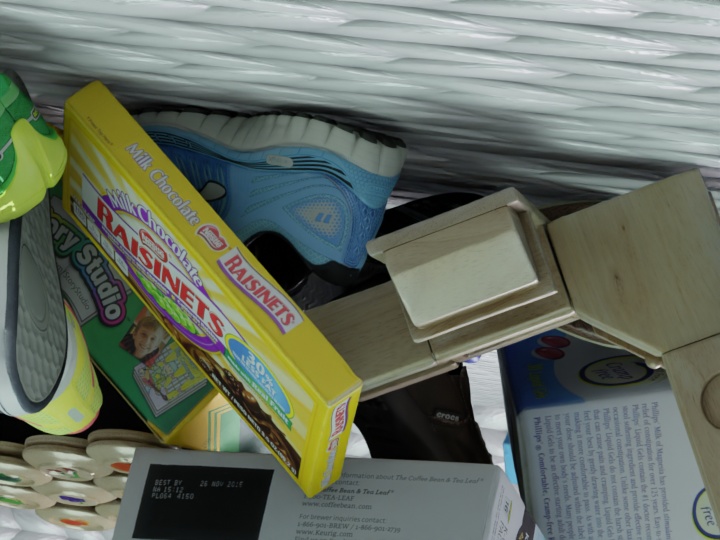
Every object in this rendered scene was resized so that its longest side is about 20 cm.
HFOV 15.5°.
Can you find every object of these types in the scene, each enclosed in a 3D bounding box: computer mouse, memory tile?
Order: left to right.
[{"bbox_3d":[-0.139,0.118,1.445,0.199,0.017,0.153,-8,157,40],"label":"memory tile"},{"bbox_3d":[0.000,0.000,1.370,0.199,0.034,0.059,-17,-148,-36],"label":"computer mouse"}]

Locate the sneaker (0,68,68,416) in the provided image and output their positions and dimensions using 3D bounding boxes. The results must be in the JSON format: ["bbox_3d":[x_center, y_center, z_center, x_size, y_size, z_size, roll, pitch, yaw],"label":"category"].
[{"bbox_3d":[-0.213,0.003,1.207,0.145,0.203,0.077,-15,133,2],"label":"sneaker"}]

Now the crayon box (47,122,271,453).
[{"bbox_3d":[-0.117,0.010,1.408,0.200,0.058,0.172,47,-172,19],"label":"crayon box"}]

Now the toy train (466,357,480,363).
[{"bbox_3d":[-0.024,0.012,1.729,0.199,0.085,0.116,6,163,28],"label":"toy train"}]

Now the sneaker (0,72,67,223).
[{"bbox_3d":[-0.216,-0.085,1.182,0.199,0.074,0.084,16,143,30],"label":"sneaker"}]

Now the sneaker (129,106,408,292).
[{"bbox_3d":[-0.064,-0.029,1.293,0.078,0.091,0.199,14,174,-38],"label":"sneaker"}]

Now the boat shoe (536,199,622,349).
[{"bbox_3d":[0.160,0.007,1.394,0.201,0.075,0.075,10,180,-12],"label":"boat shoe"}]

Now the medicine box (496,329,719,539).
[{"bbox_3d":[0.182,0.084,1.464,0.199,0.104,0.182,-8,-165,1],"label":"medicine box"}]

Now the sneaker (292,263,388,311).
[{"bbox_3d":[-0.028,-0.012,1.469,0.200,0.076,0.114,36,177,-38],"label":"sneaker"}]

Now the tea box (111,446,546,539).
[{"bbox_3d":[-0.007,0.192,1.343,0.199,0.134,0.197,1,152,22],"label":"tea box"}]

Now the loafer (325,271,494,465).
[{"bbox_3d":[0.042,0.080,1.434,0.073,0.071,0.200,15,145,45],"label":"loafer"}]

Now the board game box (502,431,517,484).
[{"bbox_3d":[0.205,0.084,1.611,0.199,0.153,0.040,13,142,19],"label":"board game box"}]

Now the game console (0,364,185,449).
[{"bbox_3d":[-0.159,0.033,1.563,0.199,0.117,0.176,11,-149,-13],"label":"game console"}]

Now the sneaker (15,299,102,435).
[{"bbox_3d":[-0.191,0.014,1.307,0.200,0.078,0.090,52,180,38],"label":"sneaker"}]

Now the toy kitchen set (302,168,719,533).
[{"bbox_3d":[0.087,0.064,1.213,0.199,0.181,0.163,-20,169,9],"label":"toy kitchen set"}]

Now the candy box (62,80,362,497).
[{"bbox_3d":[-0.074,0.009,1.256,0.200,0.026,0.102,48,154,19],"label":"candy box"}]
